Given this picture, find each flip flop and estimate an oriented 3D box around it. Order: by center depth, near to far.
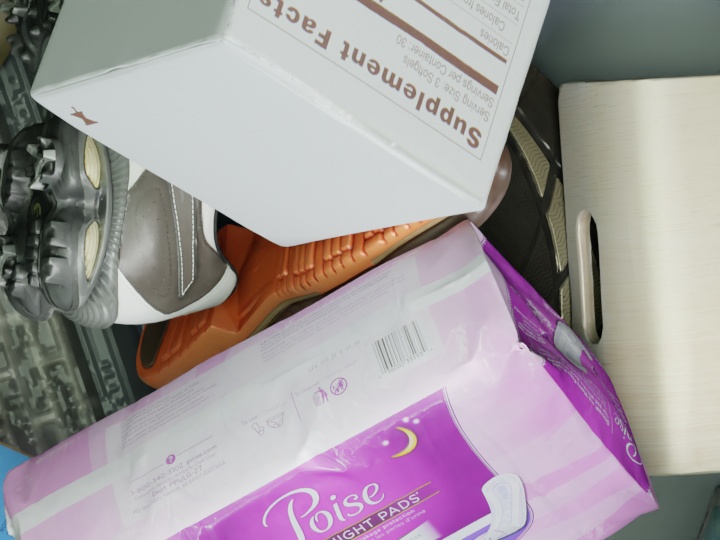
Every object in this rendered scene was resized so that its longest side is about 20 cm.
[{"bbox_3d":[0.028,-0.051,1.061,0.081,0.058,0.200,-42,97,-27],"label":"flip flop"}]

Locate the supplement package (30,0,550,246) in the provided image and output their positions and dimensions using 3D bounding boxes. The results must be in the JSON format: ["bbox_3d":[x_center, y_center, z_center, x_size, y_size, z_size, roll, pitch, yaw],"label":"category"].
[{"bbox_3d":[-0.007,-0.126,0.955,0.117,0.117,0.200,31,67,-31],"label":"supplement package"}]

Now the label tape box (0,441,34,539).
[{"bbox_3d":[-0.228,0.104,1.069,0.200,0.063,0.144,25,56,5],"label":"label tape box"}]

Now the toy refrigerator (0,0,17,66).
[{"bbox_3d":[-0.180,-0.091,1.083,0.076,0.070,0.200,33,96,7],"label":"toy refrigerator"}]

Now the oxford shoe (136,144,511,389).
[{"bbox_3d":[0.000,0.000,1.031,0.073,0.071,0.200,30,144,-23],"label":"oxford shoe"}]

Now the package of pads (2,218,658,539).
[{"bbox_3d":[-0.011,0.076,0.983,0.200,0.076,0.121,-29,134,13],"label":"package of pads"}]

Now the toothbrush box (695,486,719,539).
[{"bbox_3d":[0.176,0.152,0.989,0.146,0.200,0.085,20,98,4],"label":"toothbrush box"}]

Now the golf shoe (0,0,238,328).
[{"bbox_3d":[-0.077,-0.078,1.017,0.094,0.078,0.200,6,90,-28],"label":"golf shoe"}]

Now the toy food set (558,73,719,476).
[{"bbox_3d":[0.177,-0.004,1.045,0.200,0.060,0.144,-4,94,-6],"label":"toy food set"}]
